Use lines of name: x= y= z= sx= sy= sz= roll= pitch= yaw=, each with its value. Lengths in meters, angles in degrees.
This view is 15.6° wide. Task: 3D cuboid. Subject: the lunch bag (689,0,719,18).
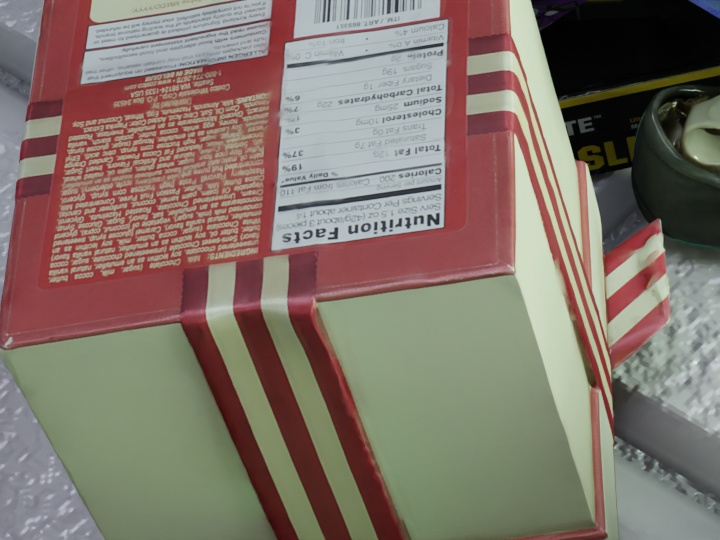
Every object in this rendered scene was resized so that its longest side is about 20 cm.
lunch bag: x=0.155 y=-0.160 z=0.914 sx=0.169 sy=0.127 sz=0.201 roll=1 pitch=58 yaw=-38

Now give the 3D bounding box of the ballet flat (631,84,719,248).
ballet flat: x=0.187 y=-0.034 z=0.917 sx=0.199 sy=0.069 sz=0.068 roll=3 pitch=48 yaw=21

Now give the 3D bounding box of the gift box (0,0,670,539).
gift box: x=0.000 y=0.000 z=0.865 sx=0.184 sy=0.187 sz=0.201 roll=-5 pitch=48 yaw=14

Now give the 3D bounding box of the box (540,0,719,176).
box: x=0.101 y=-0.125 z=1.048 sx=0.159 sy=0.049 sz=0.201 roll=-10 pitch=46 yaw=7

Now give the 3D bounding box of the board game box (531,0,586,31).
board game box: x=-0.007 y=-0.111 z=0.985 sx=0.200 sy=0.032 sz=0.121 roll=-32 pitch=63 yaw=33
